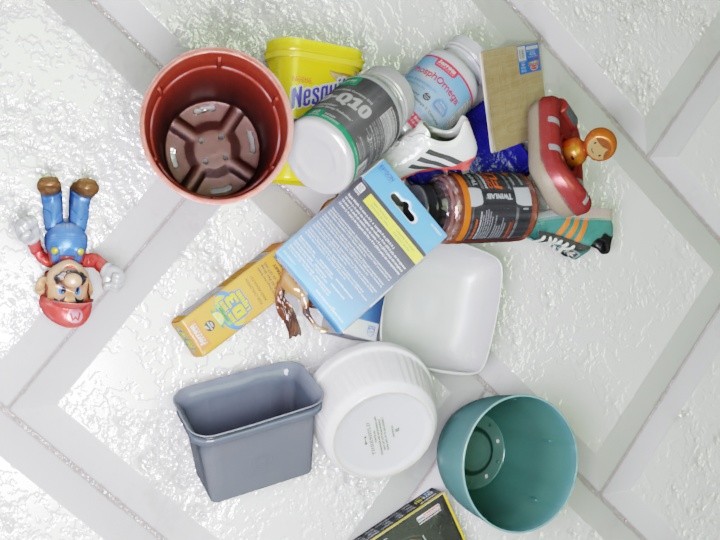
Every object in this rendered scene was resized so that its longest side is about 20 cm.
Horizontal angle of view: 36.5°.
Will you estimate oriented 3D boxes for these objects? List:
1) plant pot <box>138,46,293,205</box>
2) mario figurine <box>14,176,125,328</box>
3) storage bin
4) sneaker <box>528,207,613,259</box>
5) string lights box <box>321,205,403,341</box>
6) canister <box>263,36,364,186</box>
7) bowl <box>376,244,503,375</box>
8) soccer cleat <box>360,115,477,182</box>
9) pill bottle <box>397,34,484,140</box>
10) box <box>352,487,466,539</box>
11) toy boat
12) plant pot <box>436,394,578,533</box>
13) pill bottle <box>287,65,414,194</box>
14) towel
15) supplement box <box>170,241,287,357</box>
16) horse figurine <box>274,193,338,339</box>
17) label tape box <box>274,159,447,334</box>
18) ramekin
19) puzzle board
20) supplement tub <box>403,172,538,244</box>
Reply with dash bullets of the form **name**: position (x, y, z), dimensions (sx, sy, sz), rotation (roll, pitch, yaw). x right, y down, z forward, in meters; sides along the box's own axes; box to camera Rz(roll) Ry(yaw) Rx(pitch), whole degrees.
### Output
- **plant pot**: position (-0.198, -0.181, 1.489), dimensions (0.197, 0.195, 0.205), rotation (0, 87, -9)
- **mario figurine**: position (-0.387, -0.025, 1.463), dimensions (0.121, 0.106, 0.204), rotation (-6, 82, 12)
- **storage bin**: position (-0.159, 0.229, 1.550), dimensions (0.197, 0.146, 0.137), rotation (-13, 120, -23)
- **sneaker**: position (0.336, -0.058, 1.791), dimensions (0.197, 0.071, 0.082), rotation (-3, 85, -24)
- **string lights box**: position (0.000, 0.000, 1.630), dimensions (0.058, 0.102, 0.204), rotation (15, 83, -20)
- **canister**: position (-0.072, -0.228, 1.613), dimensions (0.146, 0.086, 0.204), rotation (3, 89, -31)
- **bowl**: position (0.112, 0.053, 1.692), dimensions (0.197, 0.074, 0.204), rotation (15, 83, -23)
- **soccer cleat**: position (0.072, -0.173, 1.587), dimensions (0.196, 0.069, 0.086), rotation (-10, 121, -1)
- **pill bottle**: position (0.111, -0.266, 1.683), dimensions (0.109, 0.108, 0.200), rotation (47, 72, -15)
- **box**: position (0.074, 0.457, 1.677), dimensions (0.198, 0.049, 0.162), rotation (-28, 101, -21)
- **toy boat**: position (0.339, -0.185, 1.713), dimensions (0.130, 0.129, 0.203), rotation (40, 44, -46)
- **plant pot**: position (0.207, 0.286, 1.677), dimensions (0.197, 0.160, 0.205), rotation (1, 88, -23)
- **pill bottle**: position (-0.010, -0.201, 1.519), dimensions (0.114, 0.112, 0.200), rotation (55, 45, -12)
- **towel**: position (0.179, -0.160, 1.740), dimensions (0.200, 0.049, 0.148), rotation (-42, 105, -19)
- **supplement box**: position (-0.173, 0.041, 1.576), dimensions (0.199, 0.069, 0.067), rotation (-39, 102, -18)
- **horse figurine**: position (-0.056, 0.002, 1.555), dimensions (0.132, 0.050, 0.200), rotation (43, 86, 5)
- **label tape box**: position (-0.001, -0.032, 1.508), dimensions (0.199, 0.066, 0.144), rotation (-41, 88, -10)
- **ramekin**: position (0.022, 0.212, 1.590), dimensions (0.198, 0.095, 0.206), rotation (-8, 122, -13)
- **puzzle board**: position (0.243, -0.279, 1.731), dimensions (0.199, 0.017, 0.154), rotation (-25, 109, -53)
- **supplement tub**: position (0.164, -0.094, 1.645), dimensions (0.197, 0.106, 0.109), rotation (-3, 89, -30)
